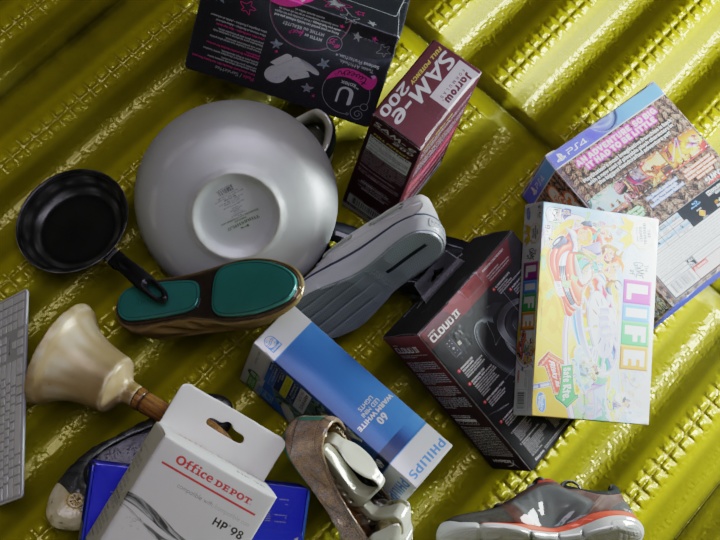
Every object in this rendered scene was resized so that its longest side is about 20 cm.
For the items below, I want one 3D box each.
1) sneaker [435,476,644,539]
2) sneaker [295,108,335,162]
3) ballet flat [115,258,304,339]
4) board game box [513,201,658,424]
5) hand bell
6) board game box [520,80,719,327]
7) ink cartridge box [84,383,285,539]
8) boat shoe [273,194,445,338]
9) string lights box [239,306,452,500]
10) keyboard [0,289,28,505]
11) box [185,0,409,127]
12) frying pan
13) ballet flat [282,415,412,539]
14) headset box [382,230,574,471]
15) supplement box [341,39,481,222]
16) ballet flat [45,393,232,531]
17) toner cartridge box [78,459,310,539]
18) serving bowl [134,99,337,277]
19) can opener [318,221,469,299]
[{"bbox_3d":[0.166,0.241,1.440,0.200,0.077,0.082,0,41,-11],"label":"sneaker"},{"bbox_3d":[-0.102,-0.095,1.503,0.200,0.090,0.067,-39,80,-21],"label":"sneaker"},{"bbox_3d":[-0.134,0.030,1.420,0.200,0.063,0.069,-5,62,23],"label":"ballet flat"},{"bbox_3d":[0.215,0.042,1.430,0.134,0.034,0.200,6,83,-26],"label":"board game box"},{"bbox_3d":[-0.194,0.120,1.369,0.200,0.104,0.104,27,65,15],"label":"hand bell"},{"bbox_3d":[0.297,-0.064,1.559,0.159,0.097,0.200,-34,78,-21],"label":"board game box"},{"bbox_3d":[-0.155,0.212,1.297,0.116,0.067,0.200,31,87,-13],"label":"ink cartridge box"},{"bbox_3d":[0.000,0.000,1.465,0.200,0.074,0.067,-31,37,20],"label":"boat shoe"},{"bbox_3d":[-0.016,0.132,1.420,0.200,0.103,0.059,41,65,8],"label":"string lights box"},{"bbox_3d":[-0.327,0.118,1.397,0.011,0.056,0.200,14,63,-37],"label":"keyboard"},{"bbox_3d":[-0.062,-0.250,1.540,0.200,0.115,0.132,18,35,-4],"label":"box"},{"bbox_3d":[-0.246,-0.037,1.458,0.190,0.031,0.115,16,68,18],"label":"frying pan"},{"bbox_3d":[0.004,0.213,1.368,0.200,0.067,0.068,54,40,-16],"label":"ballet flat"},{"bbox_3d":[0.131,0.071,1.448,0.200,0.077,0.149,49,67,-14],"label":"headset box"},{"bbox_3d":[0.047,-0.127,1.483,0.061,0.200,0.109,36,66,5],"label":"supplement box"},{"bbox_3d":[-0.206,0.171,1.394,0.200,0.057,0.066,-34,81,-21],"label":"ballet flat"},{"bbox_3d":[-0.152,0.230,1.362,0.200,0.043,0.095,9,87,-14],"label":"toner cartridge box"},{"bbox_3d":[-0.119,-0.060,1.440,0.200,0.066,0.200,-1,105,-3],"label":"serving bowl"},{"bbox_3d":[0.035,-0.007,1.518,0.200,0.079,0.064,10,106,-3],"label":"can opener"}]
